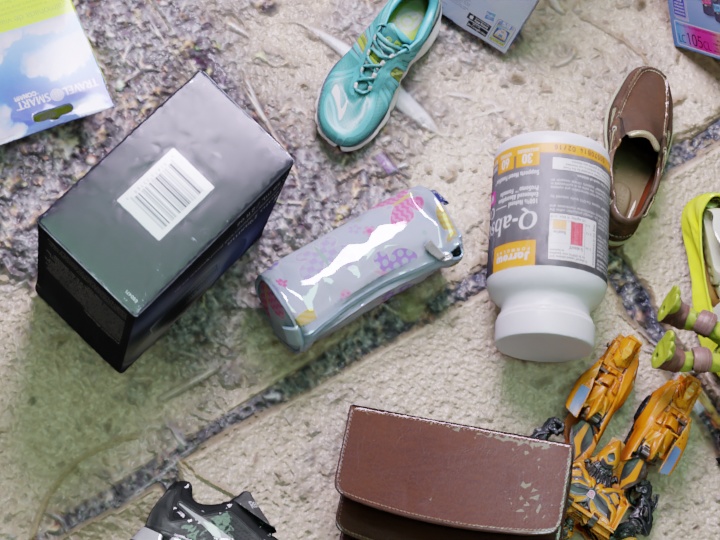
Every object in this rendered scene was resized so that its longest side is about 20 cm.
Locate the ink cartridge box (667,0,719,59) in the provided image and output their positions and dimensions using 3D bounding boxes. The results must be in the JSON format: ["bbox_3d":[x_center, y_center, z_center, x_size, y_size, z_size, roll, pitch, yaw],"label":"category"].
[{"bbox_3d":[0.372,-0.317,1.526,0.076,0.136,0.201,-27,121,-22],"label":"ink cartridge box"}]

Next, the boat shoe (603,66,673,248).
[{"bbox_3d":[0.282,-0.122,1.525,0.074,0.075,0.204,17,69,-6],"label":"boat shoe"}]

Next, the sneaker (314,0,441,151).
[{"bbox_3d":[0.018,-0.211,1.495,0.077,0.080,0.201,30,76,0],"label":"sneaker"}]

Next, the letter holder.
[{"bbox_3d":[0.078,0.214,1.329,0.198,0.101,0.143,9,71,11],"label":"letter holder"}]

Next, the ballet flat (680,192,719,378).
[{"bbox_3d":[0.362,0.016,1.499,0.066,0.067,0.202,-5,73,-15],"label":"ballet flat"}]

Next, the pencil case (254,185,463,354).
[{"bbox_3d":[0.000,0.000,1.421,0.199,0.083,0.091,-28,57,-18],"label":"pencil case"}]

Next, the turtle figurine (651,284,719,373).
[{"bbox_3d":[0.361,0.070,1.435,0.160,0.064,0.202,19,73,-6],"label":"turtle figurine"}]

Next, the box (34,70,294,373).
[{"bbox_3d":[-0.176,-0.037,1.336,0.123,0.198,0.200,43,69,2],"label":"box"}]

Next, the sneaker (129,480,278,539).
[{"bbox_3d":[-0.097,0.244,1.329,0.199,0.067,0.091,24,71,0],"label":"sneaker"}]

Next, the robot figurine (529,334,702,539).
[{"bbox_3d":[0.235,0.167,1.427,0.144,0.058,0.201,32,68,2],"label":"robot figurine"}]

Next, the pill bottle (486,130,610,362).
[{"bbox_3d":[0.180,-0.022,1.449,0.115,0.116,0.202,8,70,-9],"label":"pill bottle"}]

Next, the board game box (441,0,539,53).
[{"bbox_3d":[0.108,-0.343,1.497,0.199,0.199,0.043,32,49,0],"label":"board game box"}]

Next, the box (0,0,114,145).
[{"bbox_3d":[-0.325,-0.217,1.446,0.121,0.048,0.201,-21,77,-16],"label":"box"}]

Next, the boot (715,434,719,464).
[{"bbox_3d":[0.453,0.179,1.466,0.197,0.073,0.163,-29,74,-21],"label":"boot"}]
